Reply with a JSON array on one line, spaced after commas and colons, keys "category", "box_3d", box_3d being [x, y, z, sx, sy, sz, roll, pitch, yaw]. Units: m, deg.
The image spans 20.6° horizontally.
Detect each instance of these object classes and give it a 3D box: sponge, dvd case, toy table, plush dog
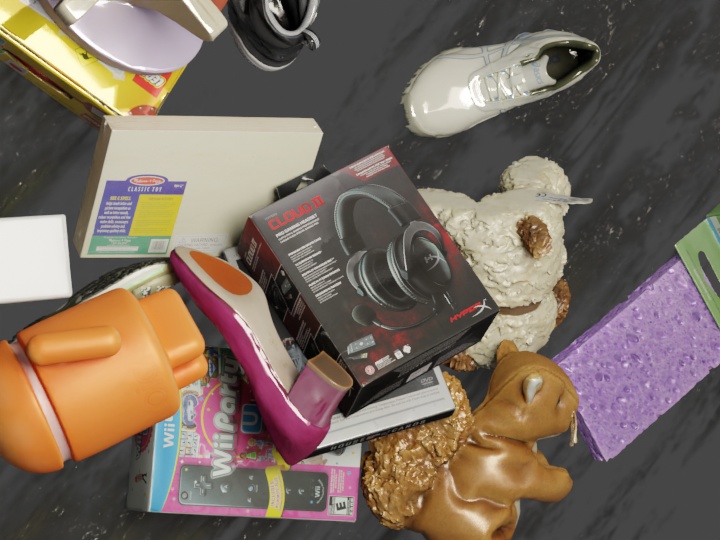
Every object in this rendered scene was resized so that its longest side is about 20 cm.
[{"category": "sponge", "box_3d": [0.278, 0.083, 1.943, 0.200, 0.030, 0.112, -37, 105, -22]}, {"category": "dvd case", "box_3d": [-0.020, 0.054, 1.725, 0.149, 0.025, 0.201, -15, 69, -19]}, {"category": "toy table", "box_3d": [-0.187, -0.253, 1.597, 0.200, 0.117, 0.184, 39, 73, -19]}, {"category": "plush dog", "box_3d": [0.135, 0.011, 1.828, 0.199, 0.160, 0.173, -18, 123, -23]}]

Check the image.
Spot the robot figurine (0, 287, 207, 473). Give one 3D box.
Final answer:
[{"category": "robot figurine", "box_3d": [-0.223, 0.087, 1.584, 0.199, 0.144, 0.117, -26, 103, -13]}]

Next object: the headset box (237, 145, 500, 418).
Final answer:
[{"category": "headset box", "box_3d": [0.000, 0.000, 1.699, 0.148, 0.077, 0.201, -27, 74, -23]}]

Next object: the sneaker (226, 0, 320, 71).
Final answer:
[{"category": "sneaker", "box_3d": [-0.097, -0.272, 1.728, 0.075, 0.114, 0.201, -36, 103, -22]}]

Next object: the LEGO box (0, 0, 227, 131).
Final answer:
[{"category": "LEGO box", "box_3d": [-0.235, -0.226, 1.679, 0.200, 0.077, 0.149, 36, 74, -20]}]

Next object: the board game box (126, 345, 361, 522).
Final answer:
[{"category": "board game box", "box_3d": [-0.099, 0.144, 1.742, 0.199, 0.064, 0.149, 6, 85, -25]}]

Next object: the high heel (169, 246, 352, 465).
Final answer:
[{"category": "high heel", "box_3d": [-0.102, 0.070, 1.649, 0.200, 0.096, 0.067, 43, 26, 19]}]

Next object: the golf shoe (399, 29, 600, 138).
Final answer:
[{"category": "golf shoe", "box_3d": [0.133, -0.182, 1.846, 0.199, 0.097, 0.079, -25, 101, -23]}]

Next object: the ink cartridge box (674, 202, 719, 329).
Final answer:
[{"category": "ink cartridge box", "box_3d": [0.413, -0.039, 1.979, 0.200, 0.059, 0.104, -38, 105, -31]}]

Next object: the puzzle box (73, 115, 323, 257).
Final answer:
[{"category": "puzzle box", "box_3d": [-0.140, -0.072, 1.702, 0.199, 0.025, 0.134, -1, 128, -29]}]

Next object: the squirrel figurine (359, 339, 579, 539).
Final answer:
[{"category": "squirrel figurine", "box_3d": [0.100, 0.152, 1.768, 0.199, 0.142, 0.188, 20, 106, -14]}]

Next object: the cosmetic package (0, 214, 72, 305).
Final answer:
[{"category": "cosmetic package", "box_3d": [-0.345, -0.003, 1.607, 0.199, 0.101, 0.072, -4, 89, -26]}]

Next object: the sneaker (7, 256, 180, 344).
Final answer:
[{"category": "sneaker", "box_3d": [-0.216, 0.059, 1.685, 0.199, 0.077, 0.089, -34, 103, -15]}]
